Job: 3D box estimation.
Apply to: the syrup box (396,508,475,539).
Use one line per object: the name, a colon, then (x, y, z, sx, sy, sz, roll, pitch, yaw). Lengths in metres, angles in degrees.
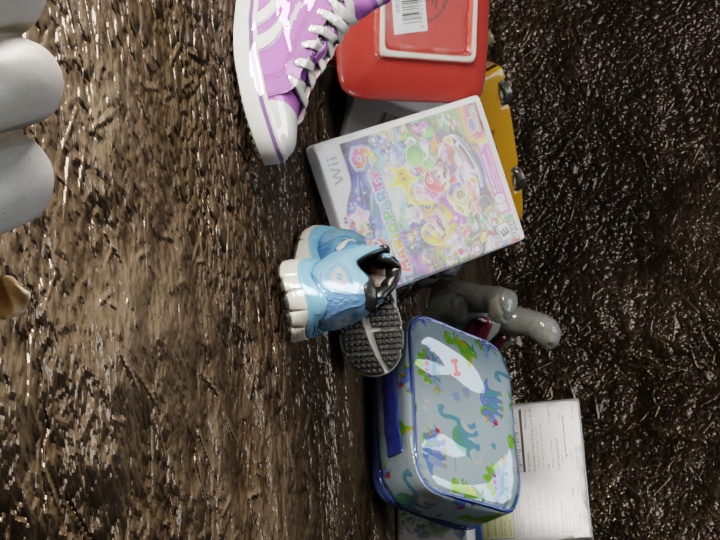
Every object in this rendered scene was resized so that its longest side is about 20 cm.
syrup box: (0.083, 0.274, 1.752, 0.082, 0.078, 0.202, 70, 16, -59)

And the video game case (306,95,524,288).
video game case: (0.054, -0.069, 1.456, 0.018, 0.199, 0.145, -15, -86, 56)

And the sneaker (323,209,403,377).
sneaker: (0.000, 0.000, 1.476, 0.080, 0.073, 0.203, 119, -29, -80)

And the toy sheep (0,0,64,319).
toy sheep: (-0.137, -0.057, 0.379, 0.138, 0.136, 0.202, -51, 128, -78)

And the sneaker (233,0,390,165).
sneaker: (-0.034, -0.177, 1.180, 0.073, 0.113, 0.203, 66, 21, -68)

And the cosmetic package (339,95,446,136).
cosmetic package: (0.041, -0.183, 1.656, 0.201, 0.100, 0.072, -80, -169, -59)

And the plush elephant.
plush elephant: (0.101, 0.094, 1.801, 0.165, 0.198, 0.156, 32, 74, -63)

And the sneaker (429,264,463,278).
sneaker: (0.076, -0.037, 1.828, 0.200, 0.080, 0.075, -89, -165, -64)

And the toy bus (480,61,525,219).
toy bus: (0.131, -0.135, 1.784, 0.078, 0.065, 0.202, 30, -39, 49)

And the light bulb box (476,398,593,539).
light bulb box: (0.217, 0.294, 2.219, 0.125, 0.198, 0.200, 66, 20, -68)

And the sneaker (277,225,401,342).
sneaker: (-0.008, 0.011, 1.292, 0.200, 0.089, 0.079, -68, 151, -74)

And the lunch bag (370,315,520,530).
lunch bag: (0.082, 0.155, 1.638, 0.160, 0.082, 0.202, 21, 54, -38)

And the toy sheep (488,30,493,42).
toy sheep: (0.079, -0.257, 1.849, 0.200, 0.136, 0.139, -112, -167, -73)

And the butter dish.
butter dish: (0.016, -0.261, 1.502, 0.198, 0.147, 0.203, -3, 97, -44)
